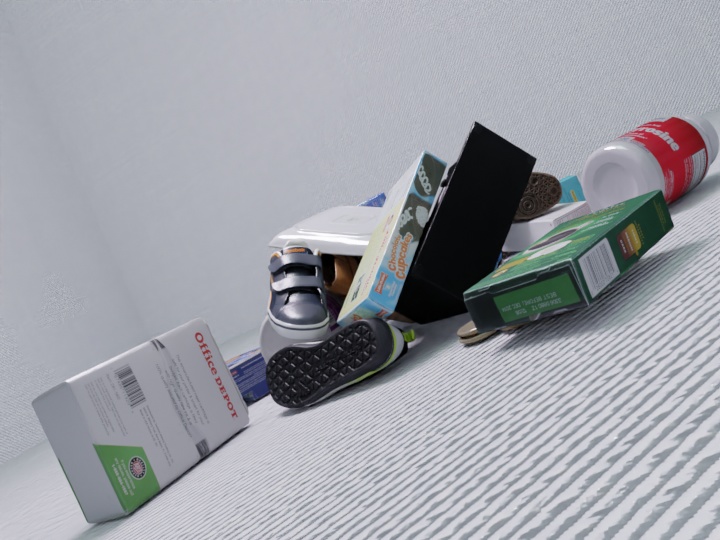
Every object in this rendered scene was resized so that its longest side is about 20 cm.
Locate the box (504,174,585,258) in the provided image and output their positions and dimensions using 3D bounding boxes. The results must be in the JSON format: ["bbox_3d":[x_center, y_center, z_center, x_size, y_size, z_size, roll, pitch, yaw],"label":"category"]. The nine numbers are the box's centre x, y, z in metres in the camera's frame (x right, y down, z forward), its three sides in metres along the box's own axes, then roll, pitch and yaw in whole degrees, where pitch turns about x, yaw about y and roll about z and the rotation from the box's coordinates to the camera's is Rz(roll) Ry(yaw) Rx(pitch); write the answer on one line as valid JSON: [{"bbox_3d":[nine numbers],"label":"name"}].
[{"bbox_3d":[0.312,-0.093,1.168,0.196,0.084,0.049,-26,2,9],"label":"box"}]

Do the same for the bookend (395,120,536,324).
[{"bbox_3d":[0.110,-0.049,0.821,0.204,0.090,0.199,-65,8,-14],"label":"bookend"}]

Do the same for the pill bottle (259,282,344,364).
[{"bbox_3d":[-0.061,0.083,0.958,0.110,0.115,0.199,-24,2,23],"label":"pill bottle"}]

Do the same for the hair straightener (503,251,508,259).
[{"bbox_3d":[0.185,0.005,1.088,0.196,0.042,0.076,-21,12,-26],"label":"hair straightener"}]

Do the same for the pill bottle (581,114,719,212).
[{"bbox_3d":[0.405,-0.146,0.884,0.197,0.115,0.112,-27,3,-30],"label":"pill bottle"}]

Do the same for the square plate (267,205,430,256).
[{"bbox_3d":[-0.010,-0.066,0.974,0.193,0.029,0.199,5,21,29],"label":"square plate"}]

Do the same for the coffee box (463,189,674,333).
[{"bbox_3d":[0.198,-0.011,0.596,0.198,0.045,0.122,-29,4,-42],"label":"coffee box"}]

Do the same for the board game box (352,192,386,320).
[{"bbox_3d":[-0.005,-0.002,1.130,0.195,0.204,0.043,-25,4,5],"label":"board game box"}]

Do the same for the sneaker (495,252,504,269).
[{"bbox_3d":[0.182,-0.016,0.940,0.072,0.072,0.200,-40,3,22],"label":"sneaker"}]

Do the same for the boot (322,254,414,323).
[{"bbox_3d":[0.000,0.000,0.978,0.075,0.152,0.200,-63,25,13],"label":"boot"}]

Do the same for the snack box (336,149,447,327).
[{"bbox_3d":[0.037,-0.031,0.766,0.204,0.036,0.116,-68,10,-24],"label":"snack box"}]

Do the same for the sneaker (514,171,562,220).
[{"bbox_3d":[0.217,-0.105,1.017,0.195,0.072,0.076,-16,2,7],"label":"sneaker"}]

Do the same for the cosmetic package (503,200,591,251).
[{"bbox_3d":[0.277,-0.067,1.041,0.081,0.052,0.199,-24,11,-23],"label":"cosmetic package"}]

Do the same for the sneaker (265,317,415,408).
[{"bbox_3d":[-0.023,0.111,0.740,0.197,0.074,0.082,-22,-18,33],"label":"sneaker"}]

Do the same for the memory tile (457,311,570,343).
[{"bbox_3d":[0.194,0.022,0.680,0.151,0.017,0.199,-25,3,37],"label":"memory tile"}]

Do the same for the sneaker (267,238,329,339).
[{"bbox_3d":[-0.083,0.017,0.824,0.076,0.082,0.200,-1,19,-11],"label":"sneaker"}]

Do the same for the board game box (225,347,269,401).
[{"bbox_3d":[-0.210,0.183,1.029,0.197,0.063,0.199,-27,1,-30],"label":"board game box"}]

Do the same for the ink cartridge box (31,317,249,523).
[{"bbox_3d":[-0.239,0.162,0.732,0.083,0.149,0.199,-25,1,33],"label":"ink cartridge box"}]
